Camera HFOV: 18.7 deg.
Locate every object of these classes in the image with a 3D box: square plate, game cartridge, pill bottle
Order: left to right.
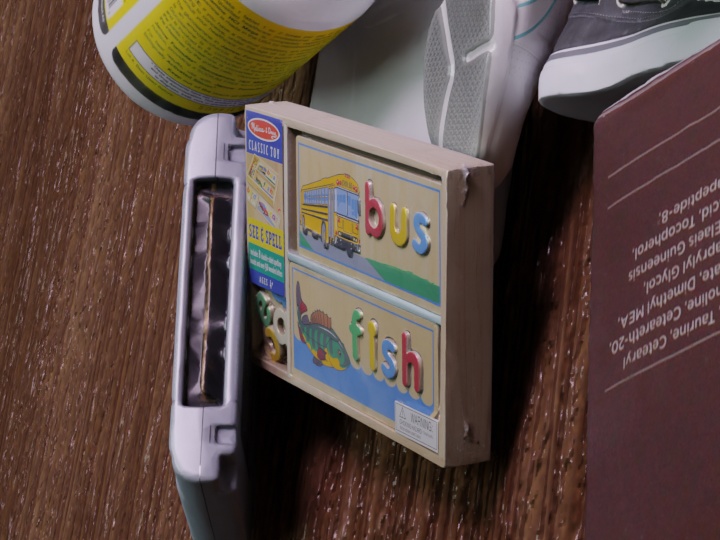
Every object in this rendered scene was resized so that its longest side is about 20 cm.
[{"bbox_3d":[-0.072,0.038,1.132,0.133,0.041,0.201,96,176,-64],"label":"game cartridge"},{"bbox_3d":[-0.053,-0.160,1.131,0.200,0.112,0.113,-32,48,55],"label":"pill bottle"},{"bbox_3d":[0.026,-0.069,1.079,0.198,0.028,0.201,-22,56,57],"label":"square plate"}]

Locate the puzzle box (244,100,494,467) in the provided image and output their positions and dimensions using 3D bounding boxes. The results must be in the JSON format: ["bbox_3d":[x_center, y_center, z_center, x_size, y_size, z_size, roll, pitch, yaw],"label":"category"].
[{"bbox_3d":[0.000,0.000,1.008,0.200,0.025,0.134,22,115,59],"label":"puzzle box"}]

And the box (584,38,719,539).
[{"bbox_3d":[0.170,0.037,0.586,0.164,0.165,0.201,-31,48,53],"label":"box"}]

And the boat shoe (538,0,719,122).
[{"bbox_3d":[0.135,-0.097,0.851,0.200,0.070,0.067,177,106,-70],"label":"boat shoe"}]

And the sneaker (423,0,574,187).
[{"bbox_3d":[0.081,-0.129,0.953,0.070,0.080,0.201,24,104,65],"label":"sneaker"}]
